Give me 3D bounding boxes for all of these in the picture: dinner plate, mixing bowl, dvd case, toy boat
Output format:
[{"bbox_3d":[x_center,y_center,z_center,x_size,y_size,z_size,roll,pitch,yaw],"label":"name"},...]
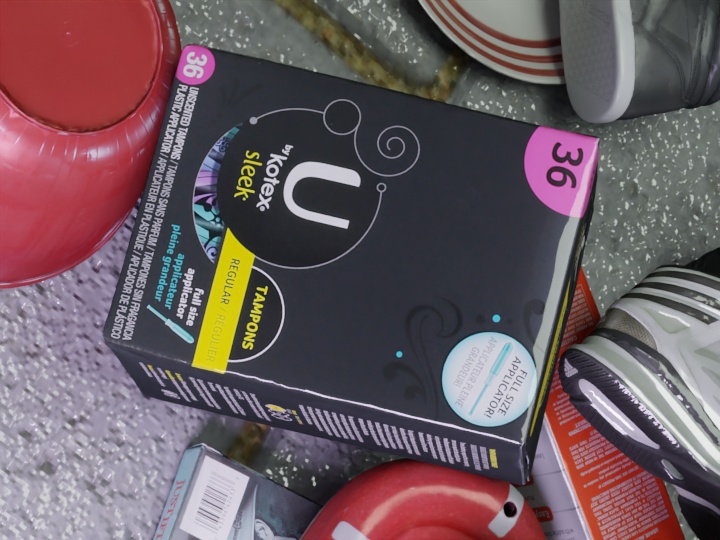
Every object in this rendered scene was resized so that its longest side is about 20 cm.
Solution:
[{"bbox_3d":[0.090,-0.200,1.485,0.200,0.024,0.201,7,76,-30],"label":"dinner plate"},{"bbox_3d":[-0.159,-0.099,1.257,0.200,0.108,0.201,8,76,-32],"label":"mixing bowl"},{"bbox_3d":[-0.025,0.193,1.333,0.200,0.022,0.146,29,66,-25],"label":"dvd case"},{"bbox_3d":[0.026,0.180,1.276,0.130,0.131,0.200,43,61,-18],"label":"toy boat"}]

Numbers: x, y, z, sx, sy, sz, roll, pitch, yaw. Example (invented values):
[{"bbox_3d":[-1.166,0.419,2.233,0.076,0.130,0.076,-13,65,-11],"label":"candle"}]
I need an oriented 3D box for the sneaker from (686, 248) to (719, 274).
[{"bbox_3d":[0.193,0.063,1.440,0.071,0.099,0.200,36,53,-19],"label":"sneaker"}]

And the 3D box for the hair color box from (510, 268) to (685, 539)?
[{"bbox_3d":[0.091,0.086,1.381,0.061,0.101,0.201,-22,93,-34],"label":"hair color box"}]

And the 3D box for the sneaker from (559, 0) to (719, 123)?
[{"bbox_3d":[0.164,-0.178,1.476,0.099,0.071,0.201,2,85,-34],"label":"sneaker"}]

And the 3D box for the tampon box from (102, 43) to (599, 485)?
[{"bbox_3d":[0.000,0.000,1.259,0.199,0.126,0.150,13,78,6],"label":"tampon box"}]

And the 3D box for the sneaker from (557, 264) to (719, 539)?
[{"bbox_3d":[0.202,0.077,1.322,0.201,0.076,0.115,47,67,-5],"label":"sneaker"}]
